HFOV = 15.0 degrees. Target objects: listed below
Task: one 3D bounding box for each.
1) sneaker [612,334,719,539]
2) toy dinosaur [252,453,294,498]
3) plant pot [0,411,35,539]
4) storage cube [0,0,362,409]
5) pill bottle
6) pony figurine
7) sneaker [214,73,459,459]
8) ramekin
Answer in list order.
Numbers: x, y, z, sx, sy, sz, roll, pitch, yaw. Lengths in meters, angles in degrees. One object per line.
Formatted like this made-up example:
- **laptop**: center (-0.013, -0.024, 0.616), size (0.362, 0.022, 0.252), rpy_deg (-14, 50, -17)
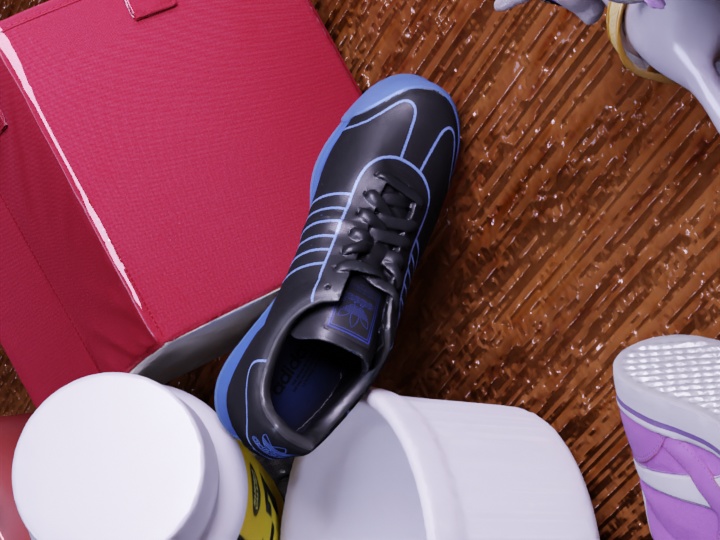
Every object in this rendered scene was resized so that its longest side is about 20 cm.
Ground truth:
- **sneaker**: center (0.181, 0.106, 1.151), size (0.200, 0.072, 0.115), rpy_deg (-146, 43, -62)
- **toy dinosaur**: center (-0.046, 0.101, 1.518), size (0.199, 0.047, 0.088), rpy_deg (18, 86, 38)
- **plant pot**: center (-0.166, 0.167, 1.648), size (0.200, 0.177, 0.201), rpy_deg (34, 133, 47)
- **storage cube**: center (-0.104, -0.047, 1.421), size (0.180, 0.200, 0.171), rpy_deg (62, 148, 6)
- **pill bottle**: center (-0.103, 0.122, 1.377), size (0.115, 0.114, 0.200), rpy_deg (61, 180, 19)
- **pony figurine**: center (0.128, -0.122, 1.059), size (0.200, 0.166, 0.193), rpy_deg (40, 147, 20)
- **sneaker**: center (0.000, 0.000, 1.305), size (0.201, 0.070, 0.078), rpy_deg (-65, 21, -4)
- **ramekin**: center (0.039, 0.156, 1.333), size (0.200, 0.097, 0.201), rpy_deg (-178, 90, -68)
